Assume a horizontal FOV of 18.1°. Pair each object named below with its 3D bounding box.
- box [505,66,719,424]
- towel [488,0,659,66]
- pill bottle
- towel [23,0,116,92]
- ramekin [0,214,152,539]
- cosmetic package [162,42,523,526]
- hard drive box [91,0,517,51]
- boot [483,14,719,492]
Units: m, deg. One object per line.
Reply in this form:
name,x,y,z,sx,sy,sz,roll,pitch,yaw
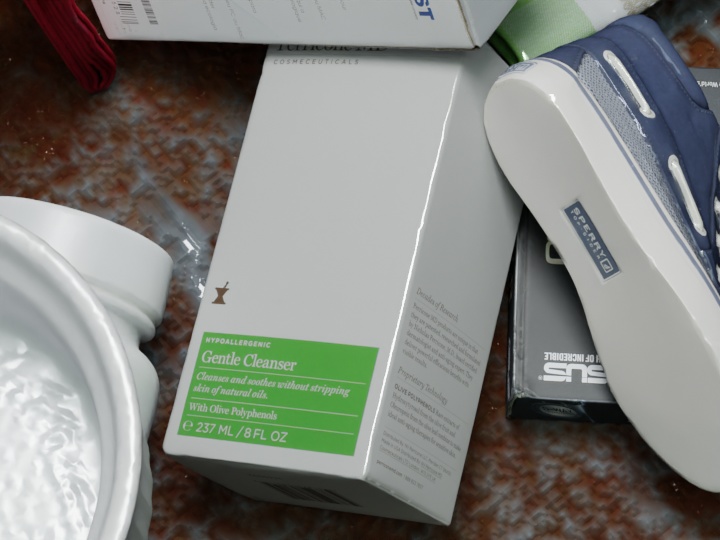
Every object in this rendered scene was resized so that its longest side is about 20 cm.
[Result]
box,0.167,-0.010,1.022,0.199,0.044,0.161,4,74,0
towel,0.114,-0.191,1.055,0.200,0.031,0.149,-34,61,-13
pill bottle,-0.150,0.078,0.953,0.113,0.113,0.201,13,75,2
towel,-0.168,-0.182,1.010,0.022,0.145,0.201,-28,77,-3
ramekin,-0.172,0.079,0.845,0.199,0.098,0.201,-1,73,4
cosmetic package,0.000,0.000,0.978,0.107,0.085,0.201,2,72,32
hard drive box,-0.039,-0.178,0.954,0.199,0.156,0.077,7,43,33
boot,0.136,-0.012,0.964,0.090,0.073,0.201,-29,94,-36
